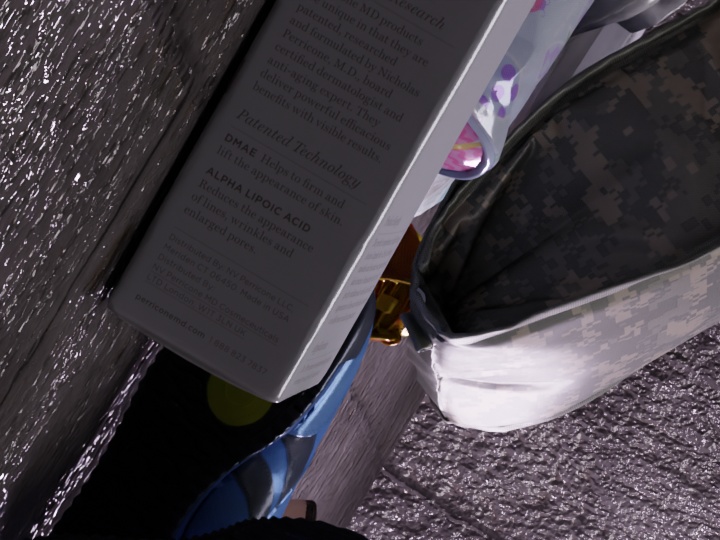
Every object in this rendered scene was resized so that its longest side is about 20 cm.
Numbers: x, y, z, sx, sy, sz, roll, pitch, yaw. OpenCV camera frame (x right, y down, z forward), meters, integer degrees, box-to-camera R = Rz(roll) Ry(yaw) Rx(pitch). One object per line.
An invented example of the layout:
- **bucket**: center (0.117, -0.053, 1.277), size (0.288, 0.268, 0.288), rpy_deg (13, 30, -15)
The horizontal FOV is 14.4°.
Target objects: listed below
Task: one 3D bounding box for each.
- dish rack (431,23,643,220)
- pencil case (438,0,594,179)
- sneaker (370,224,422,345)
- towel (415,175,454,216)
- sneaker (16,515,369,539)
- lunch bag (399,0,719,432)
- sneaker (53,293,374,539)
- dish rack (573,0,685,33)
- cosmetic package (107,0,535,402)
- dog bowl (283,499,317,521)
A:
- **dish rack**: center (0.102, -0.090, 1.447), size (0.200, 0.043, 0.172), rpy_deg (-55, 174, -43)
- **pencil case**: center (0.062, -0.133, 1.116), size (0.200, 0.083, 0.091), rpy_deg (-58, -171, -19)
- **sneaker**: center (0.000, 0.000, 1.305), size (0.073, 0.077, 0.200), rpy_deg (-58, 174, 14)
- **towel**: center (0.083, -0.137, 1.491), size (0.200, 0.048, 0.171), rpy_deg (-55, 173, -37)
- **sneaker**: center (-0.069, 0.136, 1.022), size (0.200, 0.066, 0.079), rpy_deg (2, 107, -49)
- **lunch bag**: center (0.102, -0.015, 1.262), size (0.200, 0.118, 0.164), rpy_deg (-31, 164, -6)
- **sneaker**: center (-0.056, 0.082, 1.123), size (0.200, 0.066, 0.078), rpy_deg (-55, 151, 1)
- **dish rack**: center (0.135, -0.148, 1.274), size (0.171, 0.044, 0.200), rpy_deg (-34, -173, -16)
- **cosmetic package**: center (-0.003, -0.058, 0.982), size (0.201, 0.074, 0.102), rpy_deg (-62, 175, 4)
- **dog bowl**: center (-0.088, 0.196, 1.389), size (0.200, 0.073, 0.201), rpy_deg (-161, -90, -86)
